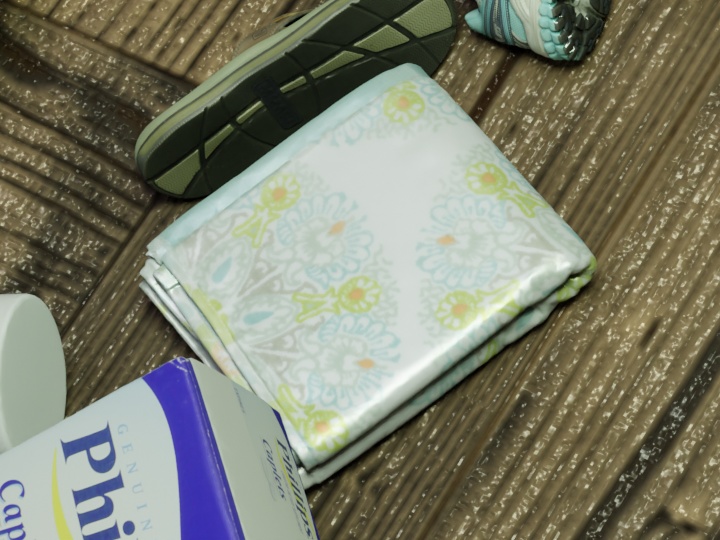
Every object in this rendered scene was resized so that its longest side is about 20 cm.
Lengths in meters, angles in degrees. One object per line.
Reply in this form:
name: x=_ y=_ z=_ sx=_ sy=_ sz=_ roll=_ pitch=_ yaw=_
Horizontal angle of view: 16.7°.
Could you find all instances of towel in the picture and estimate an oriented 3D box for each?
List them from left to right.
towel: x=0.000 y=0.000 z=1.312 sx=0.200 sy=0.048 sz=0.171 roll=-37 pitch=61 yaw=-6

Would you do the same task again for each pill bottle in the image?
pill bottle: x=-0.267 y=0.064 z=1.313 sx=0.199 sy=0.113 sz=0.114 roll=-2 pitch=61 yaw=15

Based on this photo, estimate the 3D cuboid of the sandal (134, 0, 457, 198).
sandal: x=-0.041 y=-0.114 z=1.371 sx=0.200 sy=0.080 sz=0.057 roll=-27 pitch=44 yaw=1

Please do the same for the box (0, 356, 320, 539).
box: x=-0.119 y=0.172 z=1.192 sx=0.199 sy=0.105 sz=0.185 roll=-29 pitch=57 yaw=15

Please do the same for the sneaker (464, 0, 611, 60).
sneaker: x=0.067 y=-0.198 z=1.318 sx=0.086 sy=0.201 sz=0.078 roll=9 pitch=44 yaw=32
